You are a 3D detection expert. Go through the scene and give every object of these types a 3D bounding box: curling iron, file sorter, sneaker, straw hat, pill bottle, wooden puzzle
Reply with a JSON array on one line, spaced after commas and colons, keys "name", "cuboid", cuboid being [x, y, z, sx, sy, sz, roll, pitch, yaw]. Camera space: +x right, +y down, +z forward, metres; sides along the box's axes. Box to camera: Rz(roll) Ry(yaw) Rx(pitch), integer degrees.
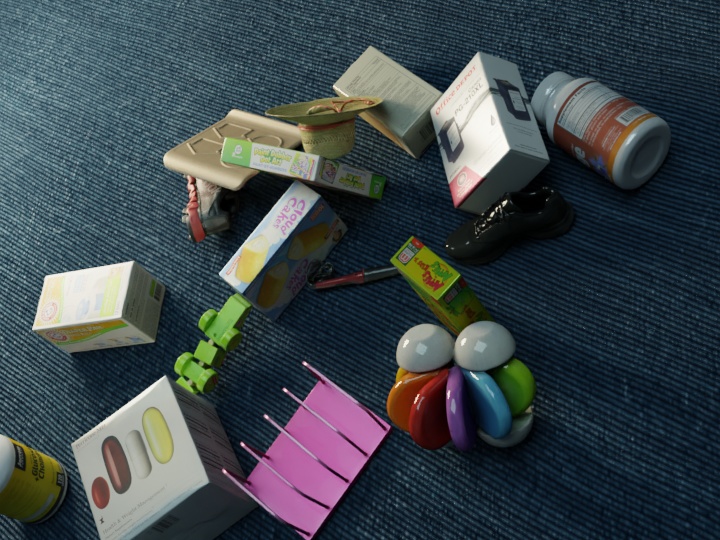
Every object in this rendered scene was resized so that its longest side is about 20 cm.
[{"name": "curling iron", "cuboid": [0.000, 0.000, 1.569, 0.198, 0.026, 0.050, -5, 87, 22]}, {"name": "file sorter", "cuboid": [-0.079, 0.252, 1.399, 0.138, 0.126, 0.201, 33, 80, 28]}, {"name": "sneaker", "cuboid": [-0.265, -0.135, 1.768, 0.097, 0.071, 0.202, -11, 46, 2]}, {"name": "straw hat", "cuboid": [-0.052, -0.225, 1.599, 0.198, 0.086, 0.201, -5, 18, 1]}, {"name": "sneaker", "cuboid": [0.212, -0.076, 1.465, 0.198, 0.091, 0.077, -23, 57, 16]}, {"name": "pill bottle", "cuboid": [0.348, -0.213, 1.456, 0.112, 0.112, 0.200, -45, 52, -2]}, {"name": "pill bottle", "cuboid": [-0.574, 0.329, 1.585, 0.111, 0.200, 0.113, -12, 58, 21]}, {"name": "wooden puzzle", "cuboid": [-0.222, -0.209, 1.766, 0.184, 0.047, 0.200, 19, 44, 29]}]

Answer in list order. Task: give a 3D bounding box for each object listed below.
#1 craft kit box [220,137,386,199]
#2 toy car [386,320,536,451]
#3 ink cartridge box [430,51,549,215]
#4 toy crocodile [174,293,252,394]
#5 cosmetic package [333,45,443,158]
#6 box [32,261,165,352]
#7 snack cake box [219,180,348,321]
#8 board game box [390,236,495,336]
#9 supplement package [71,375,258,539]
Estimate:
[{"name": "craft kit box", "cuboid": [-0.091, -0.166, 1.611, 0.198, 0.197, 0.049, 15, 91, 34]}, {"name": "toy car", "cuboid": [0.128, 0.171, 1.298, 0.198, 0.177, 0.150, -4, 27, 25]}, {"name": "ink cartridge box", "cuboid": [0.193, -0.209, 1.515, 0.145, 0.084, 0.202, -47, 43, 42]}, {"name": "toy crocodile", "cuboid": [-0.239, 0.130, 1.589, 0.067, 0.062, 0.201, 30, 90, 21]}, {"name": "cosmetic package", "cuboid": [0.056, -0.288, 1.678, 0.105, 0.071, 0.200, -45, 52, -1]}, {"name": "box", "cuboid": [-0.459, 0.067, 1.734, 0.198, 0.101, 0.114, -8, 59, 24]}, {"name": "snack cake box", "cuboid": [-0.122, -0.031, 1.601, 0.067, 0.115, 0.201, 34, 82, 36]}, {"name": "board game box", "cuboid": [0.125, 0.041, 1.374, 0.048, 0.200, 0.101, -46, 52, -4]}, {"name": "supplement package", "cuboid": [-0.295, 0.309, 1.482, 0.190, 0.147, 0.201, -36, 54, 5]}]
